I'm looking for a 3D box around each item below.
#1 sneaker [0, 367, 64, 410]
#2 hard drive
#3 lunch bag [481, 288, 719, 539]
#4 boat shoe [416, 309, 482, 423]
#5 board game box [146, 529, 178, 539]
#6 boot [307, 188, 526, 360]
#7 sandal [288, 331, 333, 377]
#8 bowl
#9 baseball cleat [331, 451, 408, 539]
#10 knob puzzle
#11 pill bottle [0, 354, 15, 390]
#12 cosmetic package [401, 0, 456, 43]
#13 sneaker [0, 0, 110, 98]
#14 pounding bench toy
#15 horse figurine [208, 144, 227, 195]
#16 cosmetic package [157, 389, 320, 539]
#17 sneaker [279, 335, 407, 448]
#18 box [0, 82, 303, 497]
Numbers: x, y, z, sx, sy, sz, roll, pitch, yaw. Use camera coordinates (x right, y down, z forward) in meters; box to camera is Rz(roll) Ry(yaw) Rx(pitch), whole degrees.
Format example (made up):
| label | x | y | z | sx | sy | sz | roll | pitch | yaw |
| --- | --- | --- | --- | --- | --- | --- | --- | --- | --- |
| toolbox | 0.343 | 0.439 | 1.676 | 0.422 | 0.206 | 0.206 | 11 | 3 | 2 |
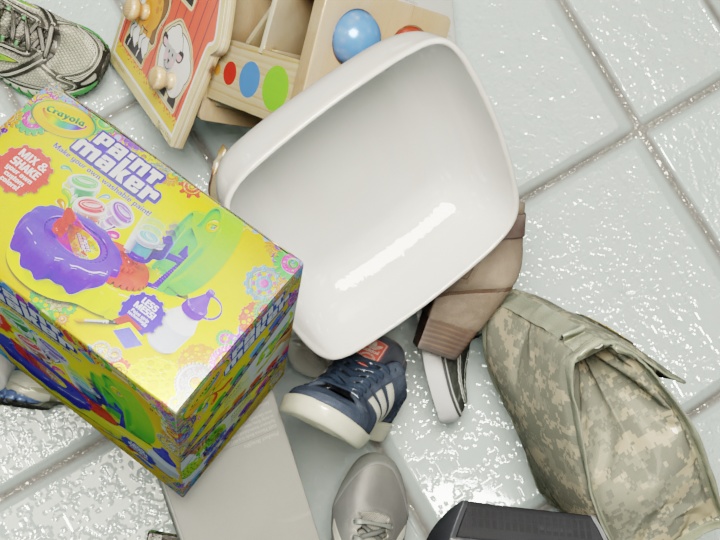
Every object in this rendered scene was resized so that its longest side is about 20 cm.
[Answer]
| label | x | y | z | sx | sy | sz | roll | pitch | yaw |
| --- | --- | --- | --- | --- | --- | --- | --- | --- | --- |
| sneaker | -0.230 | 0.079 | 0.874 | 0.199 | 0.077 | 0.086 | 9 | 77 | -4 |
| hard drive | 0.111 | 0.234 | 0.821 | 0.134 | 0.200 | 0.042 | 7 | 59 | -3 |
| lunch bag | 0.185 | 0.110 | 0.828 | 0.117 | 0.164 | 0.201 | -28 | 109 | -8 |
| boat shoe | 0.085 | 0.031 | 0.907 | 0.068 | 0.074 | 0.200 | -6 | 72 | 9 |
| board game box | -0.092 | 0.290 | 0.879 | 0.199 | 0.023 | 0.105 | 10 | 83 | -3 |
| boot | 0.034 | -0.019 | 0.827 | 0.199 | 0.070 | 0.147 | 18 | 95 | -19 |
| sandal | -0.006 | -0.003 | 0.879 | 0.082 | 0.050 | 0.203 | 29 | 101 | -30 |
| bowl | 0.003 | -0.057 | 0.726 | 0.199 | 0.200 | 0.075 | -36 | 43 | -7 |
| baseball cleat | 0.010 | 0.250 | 0.830 | 0.069 | 0.106 | 0.201 | 11 | 83 | -17 |
| knob puzzle | -0.155 | -0.228 | 0.843 | 0.030 | 0.219 | 0.221 | 7 | 79 | -36 |
| pill bottle | -0.281 | -0.007 | 0.834 | 0.104 | 0.104 | 0.201 | 17 | 57 | -2 |
| cosmetic package | 0.031 | -0.174 | 0.912 | 0.101 | 0.071 | 0.201 | 6 | 77 | -47 |
| sneaker | -0.317 | -0.208 | 0.903 | 0.199 | 0.085 | 0.078 | 17 | 80 | -3 |
| pounding bench toy | -0.037 | -0.121 | 0.812 | 0.124 | 0.156 | 0.201 | 4 | 107 | -42 |
| horse figurine | -0.084 | -0.018 | 0.911 | 0.199 | 0.050 | 0.133 | 26 | 82 | -2 |
| cosmetic package | -0.102 | 0.170 | 0.817 | 0.106 | 0.090 | 0.201 | -17 | 101 | -15 |
| sneaker | -0.005 | 0.088 | 0.825 | 0.075 | 0.200 | 0.085 | 25 | 89 | 11 |
| box | -0.157 | 0.020 | 0.680 | 0.200 | 0.193 | 0.122 | 35 | 64 | 10 |
